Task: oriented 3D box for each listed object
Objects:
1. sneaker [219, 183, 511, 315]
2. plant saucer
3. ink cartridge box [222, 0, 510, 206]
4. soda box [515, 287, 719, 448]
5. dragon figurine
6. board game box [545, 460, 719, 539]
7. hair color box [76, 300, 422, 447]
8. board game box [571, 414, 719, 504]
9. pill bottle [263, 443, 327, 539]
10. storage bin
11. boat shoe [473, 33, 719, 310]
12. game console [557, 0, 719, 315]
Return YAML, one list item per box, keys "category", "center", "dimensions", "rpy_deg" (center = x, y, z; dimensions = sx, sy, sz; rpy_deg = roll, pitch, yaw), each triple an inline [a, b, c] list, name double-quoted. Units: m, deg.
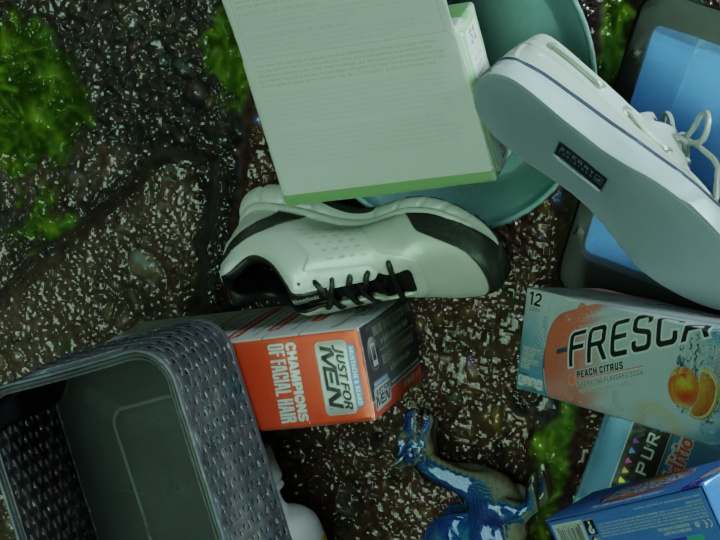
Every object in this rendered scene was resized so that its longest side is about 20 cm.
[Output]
- category: "sneaker"
  center: [0.000, 0.000, 1.161]
  dimensions: [0.198, 0.080, 0.074]
  rpy_deg: [4, 137, 29]
- category: "plant saucer"
  center: [0.055, -0.124, 1.153]
  dimensions: [0.198, 0.036, 0.202]
  rpy_deg: [6, 108, 20]
- category: "ink cartridge box"
  center: [-0.003, -0.141, 1.101]
  dimensions: [0.144, 0.048, 0.202]
  rpy_deg: [-5, 117, 24]
- category: "soda box"
  center: [0.181, 0.056, 1.053]
  dimensions: [0.199, 0.068, 0.064]
  rpy_deg: [13, 99, 49]
- category: "dragon figurine"
  center: [0.077, 0.181, 1.198]
  dimensions: [0.098, 0.059, 0.202]
  rpy_deg: [-9, 97, 20]
- category: "board game box"
  center: [0.196, 0.208, 0.998]
  dimensions: [0.152, 0.045, 0.202]
  rpy_deg: [-26, 88, 60]
- category: "hair color box"
  center: [-0.071, 0.064, 1.198]
  dimensions: [0.198, 0.111, 0.065]
  rpy_deg: [-8, 99, 20]
- category: "board game box"
  center: [0.238, 0.144, 1.143]
  dimensions: [0.198, 0.047, 0.152]
  rpy_deg: [21, 106, 13]
- category: "pill bottle"
  center: [-0.064, 0.224, 1.225]
  dimensions: [0.110, 0.111, 0.202]
  rpy_deg: [-19, 94, 21]
- category: "storage bin"
  center: [-0.130, 0.145, 1.125]
  dimensions: [0.134, 0.094, 0.202]
  rpy_deg: [-15, 96, 20]
- category: "boat shoe"
  center: [0.165, -0.066, 1.072]
  dimensions: [0.201, 0.086, 0.075]
  rpy_deg: [39, 147, 11]
- category: "game console"
  center: [0.215, -0.042, 1.084]
  dimensions: [0.115, 0.176, 0.202]
  rpy_deg: [12, 106, -13]
